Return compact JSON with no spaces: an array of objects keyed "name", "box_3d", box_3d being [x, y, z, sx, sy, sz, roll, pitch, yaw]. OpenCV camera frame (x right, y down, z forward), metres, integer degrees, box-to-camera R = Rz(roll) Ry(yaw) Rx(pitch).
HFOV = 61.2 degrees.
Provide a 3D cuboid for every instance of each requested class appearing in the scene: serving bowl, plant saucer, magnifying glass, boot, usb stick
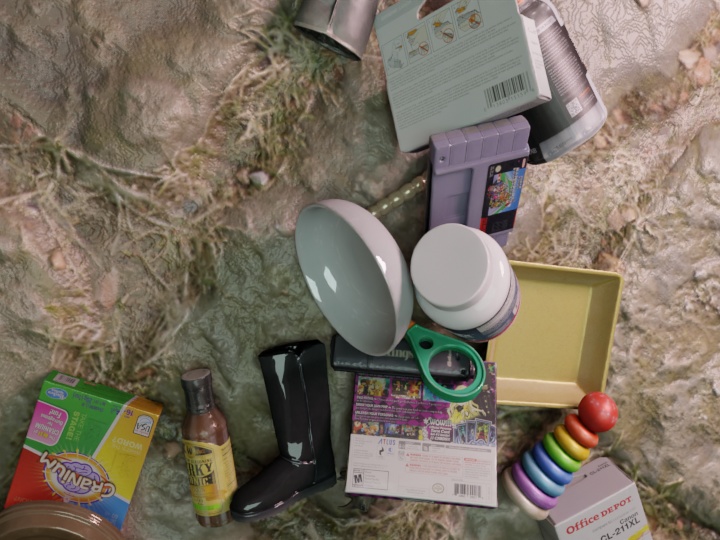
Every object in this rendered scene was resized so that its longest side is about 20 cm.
[{"name":"serving bowl","box_3d":[0.000,0.000,0.755,0.065,0.198,0.205,-31,104,-29]},{"name":"plant saucer","box_3d":[-0.394,0.378,0.782,0.193,0.030,0.206,-1,117,-2]},{"name":"magnifying glass","box_3d":[0.080,0.091,0.793,0.079,0.199,0.023,-33,146,-25]},{"name":"boot","box_3d":[-0.036,-0.390,0.742,0.178,0.073,0.204,26,101,-12]},{"name":"boot","box_3d":[-0.109,0.207,0.807,0.161,0.065,0.207,-14,107,-35]},{"name":"usb stick","box_3d":[0.055,0.115,0.808,0.193,0.057,0.033,5,138,4]},{"name":"plant saucer","box_3d":[0.269,0.092,0.884,0.193,0.048,0.207,6,98,-11]}]

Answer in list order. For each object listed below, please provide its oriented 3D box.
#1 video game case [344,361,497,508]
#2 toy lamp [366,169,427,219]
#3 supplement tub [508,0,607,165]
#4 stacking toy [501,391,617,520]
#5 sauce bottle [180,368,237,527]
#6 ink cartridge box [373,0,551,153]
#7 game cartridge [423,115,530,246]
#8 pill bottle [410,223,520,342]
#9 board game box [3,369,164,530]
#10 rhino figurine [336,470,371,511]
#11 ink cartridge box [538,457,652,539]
[{"name":"video game case","box_3d":[0.082,0.207,0.804,0.193,0.036,0.187,3,66,4]},{"name":"toy lamp","box_3d":[0.073,-0.113,0.808,0.197,0.058,0.059,-32,104,-5]},{"name":"supplement tub","box_3d":[0.219,-0.252,0.778,0.121,0.123,0.203,-35,104,-3]},{"name":"stacking toy","box_3d":[0.295,0.259,0.875,0.084,0.086,0.202,33,106,-14]},{"name":"sauce bottle","box_3d":[-0.204,0.235,0.810,0.062,0.065,0.207,-9,100,-9]},{"name":"ink cartridge box","box_3d":[0.114,-0.258,0.735,0.043,0.196,0.180,-11,88,-50]},{"name":"game cartridge","box_3d":[0.145,-0.095,0.778,0.125,0.039,0.203,-11,139,-6]},{"name":"pill bottle","box_3d":[0.127,0.016,0.741,0.116,0.199,0.124,-5,75,20]},{"name":"board game box","box_3d":[-0.362,0.252,0.794,0.149,0.040,0.206,19,95,-13]},{"name":"rhino figurine","box_3d":[0.034,0.258,0.858,0.087,0.060,0.201,41,89,1]},{"name":"ink cartridge box","box_3d":[0.367,0.421,0.939,0.142,0.083,0.205,-24,103,-5]}]
